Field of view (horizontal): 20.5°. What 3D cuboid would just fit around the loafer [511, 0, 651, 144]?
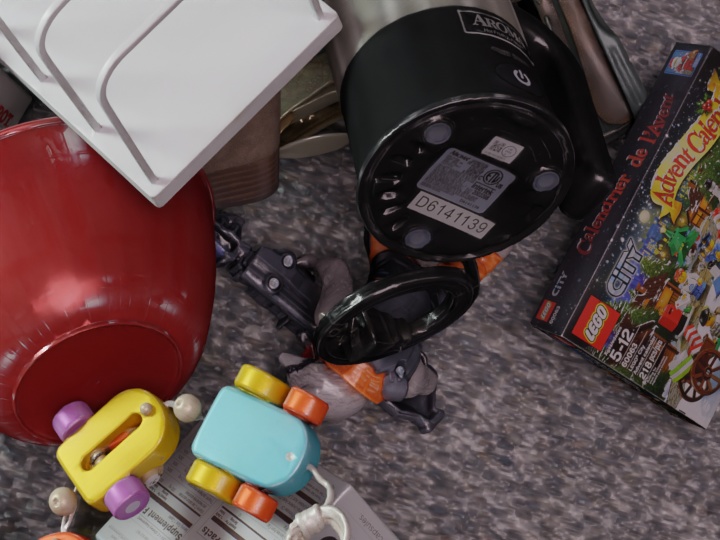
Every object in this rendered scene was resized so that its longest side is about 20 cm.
[{"bbox_3d":[0.110,-0.165,1.237,0.063,0.072,0.201,-32,97,-2],"label":"loafer"}]

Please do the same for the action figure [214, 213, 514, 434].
[{"bbox_3d":[0.000,0.000,1.200,0.199,0.105,0.195,32,73,-14],"label":"action figure"}]

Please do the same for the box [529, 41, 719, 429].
[{"bbox_3d":[0.207,-0.021,1.242,0.136,0.038,0.201,31,85,-31],"label":"box"}]

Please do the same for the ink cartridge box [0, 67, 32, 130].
[{"bbox_3d":[-0.283,-0.050,1.125,0.083,0.144,0.201,29,85,9],"label":"ink cartridge box"}]

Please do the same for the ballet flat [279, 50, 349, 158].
[{"bbox_3d":[0.005,-0.113,1.217,0.199,0.068,0.063,-26,65,-1],"label":"ballet flat"}]

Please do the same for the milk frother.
[{"bbox_3d":[0.023,-0.075,1.119,0.199,0.189,0.180,-33,134,20],"label":"milk frother"}]

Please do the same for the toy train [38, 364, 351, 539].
[{"bbox_3d":[-0.095,0.133,1.044,0.198,0.056,0.151,-17,66,13],"label":"toy train"}]

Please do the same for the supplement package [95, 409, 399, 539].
[{"bbox_3d":[-0.026,0.197,1.129,0.111,0.155,0.200,-47,122,-11],"label":"supplement package"}]

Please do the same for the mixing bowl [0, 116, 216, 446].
[{"bbox_3d":[-0.159,0.025,1.102,0.199,0.201,0.109,-20,51,-9],"label":"mixing bowl"}]

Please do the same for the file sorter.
[{"bbox_3d":[-0.135,-0.164,1.028,0.139,0.125,0.200,-45,67,-9],"label":"file sorter"}]

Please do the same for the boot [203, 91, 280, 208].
[{"bbox_3d":[-0.139,-0.093,1.154,0.198,0.070,0.147,-15,122,7],"label":"boot"}]
